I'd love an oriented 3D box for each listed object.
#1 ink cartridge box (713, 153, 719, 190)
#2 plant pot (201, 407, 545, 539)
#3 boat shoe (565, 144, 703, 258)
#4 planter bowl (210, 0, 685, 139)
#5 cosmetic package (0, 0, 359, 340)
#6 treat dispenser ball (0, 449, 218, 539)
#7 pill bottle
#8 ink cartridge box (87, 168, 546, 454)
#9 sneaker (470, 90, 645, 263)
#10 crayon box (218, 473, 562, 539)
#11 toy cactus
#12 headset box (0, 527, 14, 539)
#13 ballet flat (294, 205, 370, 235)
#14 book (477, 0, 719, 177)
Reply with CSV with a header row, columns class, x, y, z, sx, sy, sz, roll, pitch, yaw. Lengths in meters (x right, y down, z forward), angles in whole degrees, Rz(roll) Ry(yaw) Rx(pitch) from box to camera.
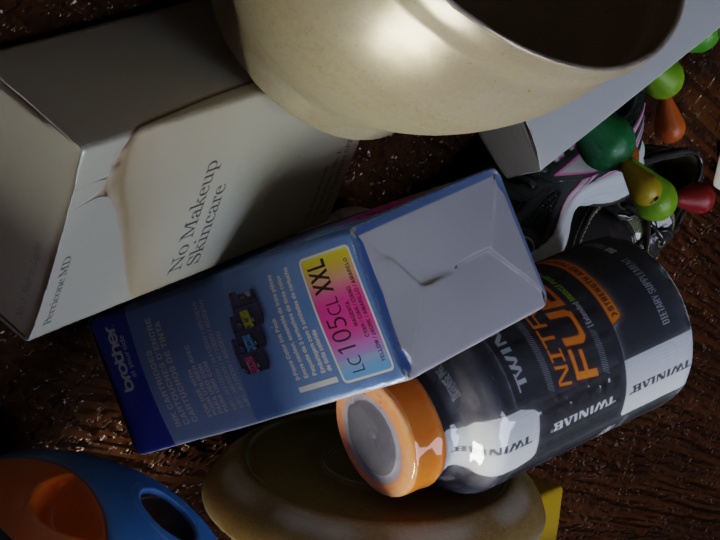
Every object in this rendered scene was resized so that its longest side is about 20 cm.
class,x,y,z,sx,sy,sz,roll,pitch,yaw
ink cartridge box,0.357,-0.112,1.526,0.083,0.145,0.201,-40,154,-26
plant pot,0.009,0.121,1.178,0.200,0.199,0.028,-19,121,-51
boat shoe,0.173,-0.037,1.339,0.074,0.065,0.200,64,33,-20
planter bowl,0.019,-0.138,0.858,0.200,0.201,0.135,-23,170,-48
cosmetic package,-0.085,-0.055,0.899,0.200,0.073,0.104,-26,145,-47
treat dispenser ball,-0.148,0.185,0.959,0.201,0.201,0.201,-40,154,-25
pill bottle,0.083,0.059,1.151,0.199,0.106,0.107,-22,144,-33
ink cartridge box,-0.032,0.024,0.987,0.199,0.077,0.136,-20,-178,36
sneaker,0.110,-0.072,1.246,0.200,0.080,0.087,-39,144,-48
crayon box,0.031,0.147,1.229,0.125,0.199,0.052,-19,121,-52
toy cactus,0.139,-0.114,1.170,0.164,0.102,0.201,-14,116,-18
headset box,-0.223,0.152,0.843,0.200,0.148,0.075,-52,156,2
ballet flat,0.000,0.000,1.155,0.070,0.069,0.200,-49,160,-7
book,0.111,-0.151,1.040,0.200,0.048,0.134,-39,109,-39
